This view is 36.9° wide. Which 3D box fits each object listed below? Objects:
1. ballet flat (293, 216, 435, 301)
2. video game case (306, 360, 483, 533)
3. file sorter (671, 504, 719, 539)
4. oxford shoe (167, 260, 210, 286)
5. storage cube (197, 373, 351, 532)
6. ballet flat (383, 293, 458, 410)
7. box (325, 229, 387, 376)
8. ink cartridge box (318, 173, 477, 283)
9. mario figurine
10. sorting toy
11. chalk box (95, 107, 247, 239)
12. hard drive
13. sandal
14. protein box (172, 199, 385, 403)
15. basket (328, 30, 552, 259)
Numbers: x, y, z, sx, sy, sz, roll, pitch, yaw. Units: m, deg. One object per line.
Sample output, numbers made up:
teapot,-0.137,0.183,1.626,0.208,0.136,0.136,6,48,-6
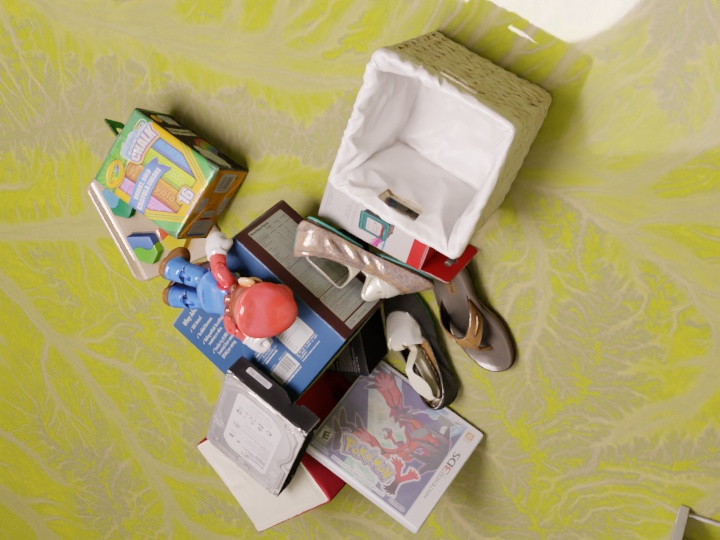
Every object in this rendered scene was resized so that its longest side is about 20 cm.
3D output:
ballet flat,0.000,0.000,1.416,0.199,0.068,0.068,26,83,-7
video game case,0.050,0.247,1.554,0.199,0.182,0.023,35,150,10
file sorter,0.457,0.451,1.444,0.124,0.139,0.201,16,121,19
oxford shoe,-0.221,0.014,1.657,0.199,0.073,0.072,-22,101,36
storage cube,-0.104,0.259,1.647,0.200,0.180,0.171,-31,97,38
ballet flat,0.080,0.111,1.534,0.068,0.068,0.201,-22,101,36
box,-0.051,0.045,1.571,0.140,0.079,0.201,1,114,26
ink cartridge box,0.060,-0.074,1.423,0.199,0.116,0.068,29,125,14
mario figurine,-0.157,0.029,1.377,0.199,0.106,0.124,17,157,32
sorting toy,-0.329,-0.085,1.694,0.199,0.036,0.186,-20,102,36
chalk box,-0.290,-0.150,1.562,0.199,0.125,0.124,35,100,11
hard drive,-0.138,0.218,1.477,0.139,0.038,0.200,38,143,10
sandal,0.143,0.063,1.475,0.081,0.055,0.201,-11,118,37
protein box,-0.112,0.055,1.480,0.200,0.135,0.199,42,127,4
basket,0.100,-0.164,1.327,0.197,0.161,0.201,32,126,13
